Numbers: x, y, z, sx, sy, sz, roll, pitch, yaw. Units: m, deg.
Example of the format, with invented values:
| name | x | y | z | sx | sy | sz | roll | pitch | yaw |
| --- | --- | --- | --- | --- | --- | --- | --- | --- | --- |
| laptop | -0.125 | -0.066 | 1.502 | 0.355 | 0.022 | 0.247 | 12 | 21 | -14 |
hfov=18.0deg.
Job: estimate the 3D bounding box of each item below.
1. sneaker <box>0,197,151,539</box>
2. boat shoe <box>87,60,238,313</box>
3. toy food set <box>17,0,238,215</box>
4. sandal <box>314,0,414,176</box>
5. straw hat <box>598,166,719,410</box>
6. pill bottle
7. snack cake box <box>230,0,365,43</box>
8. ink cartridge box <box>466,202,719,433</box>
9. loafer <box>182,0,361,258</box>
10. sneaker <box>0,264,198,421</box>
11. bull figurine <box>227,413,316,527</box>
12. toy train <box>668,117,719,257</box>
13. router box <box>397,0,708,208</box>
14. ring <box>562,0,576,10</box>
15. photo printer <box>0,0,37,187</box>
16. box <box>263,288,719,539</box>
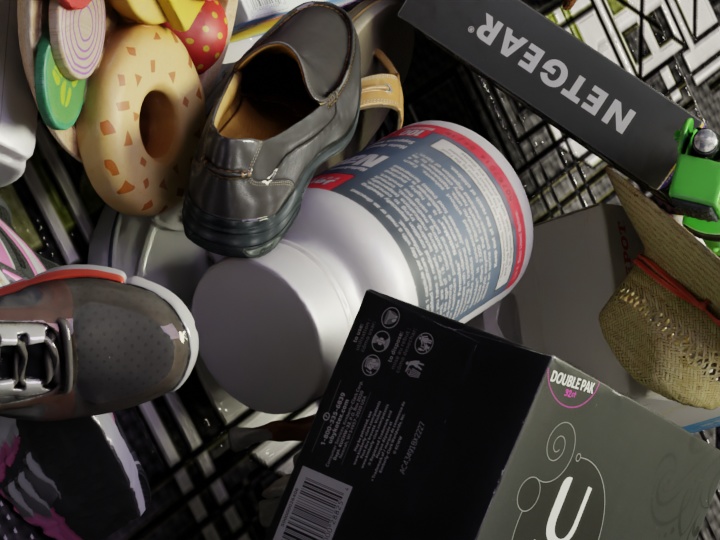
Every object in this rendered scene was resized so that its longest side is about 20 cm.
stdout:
| name | x | y | z | sx | sy | sz | roll | pitch | yaw |
| --- | --- | --- | --- | --- | --- | --- | --- | --- | --- |
| sneaker | -0.161 | 0.043 | 1.165 | 0.201 | 0.080 | 0.086 | 63 | 30 | -18 |
| boat shoe | -0.097 | -0.037 | 1.270 | 0.073 | 0.065 | 0.201 | 34 | 52 | -35 |
| toy food set | -0.112 | -0.145 | 1.188 | 0.201 | 0.048 | 0.198 | -63 | 149 | -25 |
| sandal | -0.006 | -0.087 | 1.381 | 0.201 | 0.054 | 0.081 | -58 | 147 | -40 |
| straw hat | 0.194 | 0.035 | 1.358 | 0.201 | 0.085 | 0.201 | 41 | 4 | -4 |
| pill bottle | 0.000 | 0.000 | 1.283 | 0.200 | 0.119 | 0.120 | -32 | 100 | -49 |
| snack cake box | -0.048 | -0.211 | 1.391 | 0.199 | 0.067 | 0.116 | -22 | 91 | -50 |
| ink cartridge box | 0.163 | 0.039 | 1.486 | 0.199 | 0.125 | 0.130 | 6 | 71 | -47 |
| loafer | -0.040 | -0.093 | 1.234 | 0.201 | 0.072 | 0.073 | -71 | 172 | -48 |
| sneaker | -0.176 | 0.044 | 1.068 | 0.082 | 0.198 | 0.078 | -96 | -174 | -74 |
| bull figurine | 0.016 | 0.115 | 1.277 | 0.200 | 0.121 | 0.066 | 35 | 46 | -57 |
| toy train | 0.213 | -0.044 | 1.354 | 0.200 | 0.041 | 0.057 | 33 | 71 | -72 |
| router box | 0.132 | -0.116 | 1.439 | 0.199 | 0.052 | 0.157 | 36 | 5 | 14 |
| ring | 0.190 | -0.273 | 1.596 | 0.019 | 0.201 | 0.201 | 23 | 52 | 0 |
| photo printer | -0.235 | -0.159 | 1.160 | 0.166 | 0.069 | 0.202 | 22 | 60 | -43 |
| box | 0.073 | 0.119 | 1.164 | 0.200 | 0.124 | 0.150 | 28 | 84 | -51 |
